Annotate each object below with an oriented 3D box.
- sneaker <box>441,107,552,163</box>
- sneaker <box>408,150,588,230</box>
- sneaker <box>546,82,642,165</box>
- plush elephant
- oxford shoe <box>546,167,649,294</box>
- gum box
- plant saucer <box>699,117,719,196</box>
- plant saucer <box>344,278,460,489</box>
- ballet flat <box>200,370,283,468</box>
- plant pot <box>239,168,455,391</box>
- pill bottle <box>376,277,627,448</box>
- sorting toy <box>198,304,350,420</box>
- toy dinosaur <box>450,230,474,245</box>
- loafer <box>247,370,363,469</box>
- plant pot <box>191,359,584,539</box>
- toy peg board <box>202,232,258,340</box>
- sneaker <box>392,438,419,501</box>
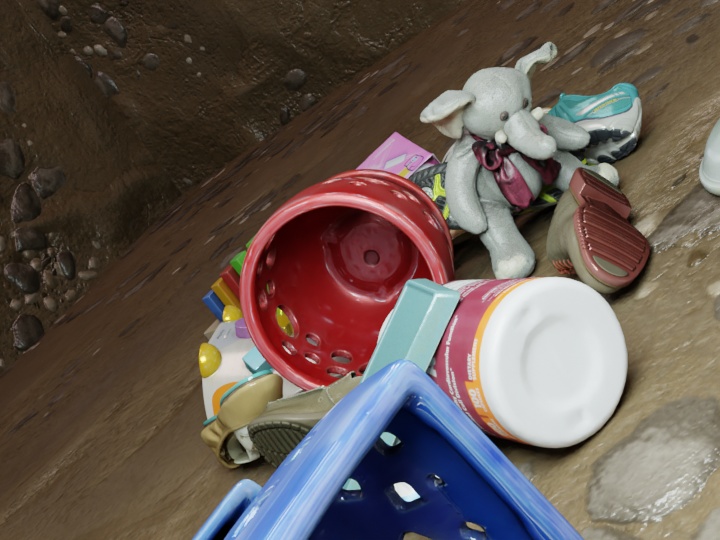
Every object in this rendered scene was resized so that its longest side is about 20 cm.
[{"bbox_3d":[0.158,-0.130,1.405,0.199,0.076,0.088,-26,18,42],"label":"sneaker"},{"bbox_3d":[0.141,-0.080,1.233,0.197,0.076,0.076,-6,-7,9],"label":"sneaker"},{"bbox_3d":[0.220,-0.148,1.274,0.199,0.077,0.080,-12,54,42],"label":"sneaker"},{"bbox_3d":[0.142,-0.125,1.112,0.164,0.200,0.155,-35,-22,-12],"label":"plush elephant"},{"bbox_3d":[0.198,-0.019,1.008,0.075,0.070,0.200,-59,4,25],"label":"oxford shoe"},{"bbox_3d":[0.007,-0.057,1.342,0.200,0.066,0.113,-44,27,-1],"label":"gum box"},{"bbox_3d":[0.362,-0.142,0.977,0.199,0.050,0.200,-35,14,10],"label":"plant saucer"},{"bbox_3d":[0.011,0.099,0.841,0.202,0.019,0.070,-66,21,-1],"label":"plant saucer"},{"bbox_3d":[-0.107,0.150,1.144,0.068,0.064,0.200,-21,-12,-22],"label":"ballet flat"},{"bbox_3d":[0.000,0.000,1.143,0.199,0.201,0.183,-33,9,20],"label":"plant pot"},{"bbox_3d":[0.094,0.063,0.865,0.114,0.115,0.200,-43,14,-19],"label":"pill bottle"},{"bbox_3d":[-0.070,0.089,1.299,0.178,0.108,0.200,-14,21,15],"label":"sorting toy"},{"bbox_3d":[0.114,-0.052,1.306,0.199,0.058,0.101,-39,15,-3],"label":"toy dinosaur"},{"bbox_3d":[-0.017,0.133,1.027,0.198,0.077,0.068,-12,26,41],"label":"loafer"},{"bbox_3d":[-0.008,0.196,0.550,0.179,0.200,0.200,-35,12,43],"label":"plant pot"},{"bbox_3d":[-0.147,-0.010,1.756,0.198,0.098,0.200,-20,22,51],"label":"toy peg board"},{"bbox_3d":[0.018,0.146,0.882,0.081,0.076,0.200,-52,14,-21],"label":"sneaker"}]
